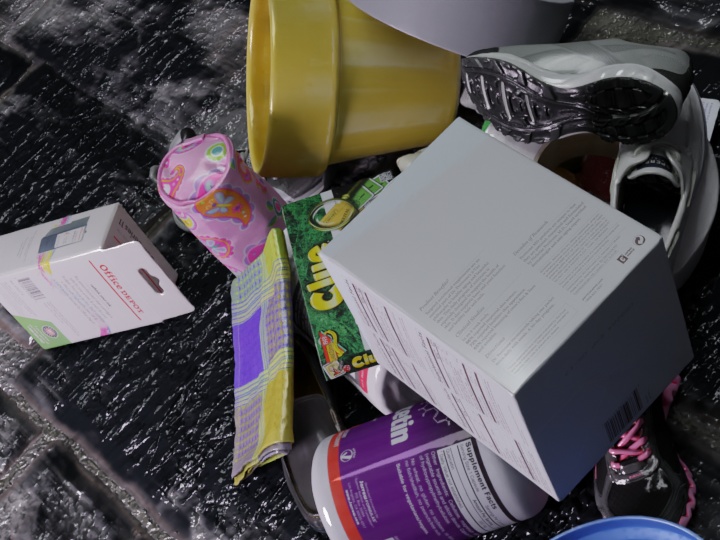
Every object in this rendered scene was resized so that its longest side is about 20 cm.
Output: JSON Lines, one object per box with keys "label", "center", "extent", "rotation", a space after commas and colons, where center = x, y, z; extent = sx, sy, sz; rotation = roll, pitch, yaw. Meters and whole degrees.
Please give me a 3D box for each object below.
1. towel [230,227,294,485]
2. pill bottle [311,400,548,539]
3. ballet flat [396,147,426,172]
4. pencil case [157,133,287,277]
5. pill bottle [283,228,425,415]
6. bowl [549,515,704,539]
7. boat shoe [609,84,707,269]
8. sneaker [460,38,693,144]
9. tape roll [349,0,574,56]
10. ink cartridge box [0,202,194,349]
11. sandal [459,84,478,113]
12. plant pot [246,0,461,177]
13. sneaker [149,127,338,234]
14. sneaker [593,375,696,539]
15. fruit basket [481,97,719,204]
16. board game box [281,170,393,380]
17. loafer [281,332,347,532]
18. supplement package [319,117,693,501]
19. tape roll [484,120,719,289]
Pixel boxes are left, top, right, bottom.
{"label": "towel", "center": [-0.087, 0.077, 1.425], "extent": [0.144, 0.023, 0.202], "rotation": [139, 132, -65]}
{"label": "pill bottle", "center": [0.069, 0.154, 1.274], "extent": [0.199, 0.113, 0.113], "rotation": [-22, 42, 18]}
{"label": "ballet flat", "center": [0.041, -0.067, 1.543], "extent": [0.200, 0.064, 0.076], "rotation": [-44, 37, -8]}
{"label": "pencil case", "center": [-0.108, -0.048, 1.531], "extent": [0.087, 0.200, 0.088], "rotation": [-15, 56, 23]}
{"label": "pill bottle", "center": [0.004, 0.033, 1.423], "extent": [0.111, 0.111, 0.200], "rotation": [-43, 47, -7]}
{"label": "bowl", "center": [0.171, 0.262, 1.113], "extent": [0.199, 0.039, 0.202], "rotation": [-21, 41, 20]}
{"label": "boat shoe", "center": [0.226, -0.070, 1.273], "extent": [0.071, 0.066, 0.201], "rotation": [15, 74, 11]}
{"label": "sneaker", "center": [0.170, -0.147, 1.293], "extent": [0.199, 0.074, 0.079], "rotation": [10, 43, 33]}
{"label": "tape roll", "center": [0.088, -0.247, 1.468], "extent": [0.200, 0.199, 0.067], "rotation": [43, 120, 50]}
{"label": "ink cartridge box", "center": [-0.268, 0.003, 1.664], "extent": [0.199, 0.117, 0.068], "rotation": [-13, 43, 27]}
{"label": "sandal", "center": [0.128, -0.183, 1.565], "extent": [0.203, 0.049, 0.083], "rotation": [-74, 6, -72]}
{"label": "plant pot", "center": [-0.008, -0.188, 1.579], "extent": [0.187, 0.202, 0.202], "rotation": [1, 42, -11]}
{"label": "sneaker", "center": [-0.129, -0.105, 1.664], "extent": [0.199, 0.116, 0.075], "rotation": [-17, 44, 24]}
{"label": "sneaker", "center": [0.199, 0.113, 1.231], "extent": [0.079, 0.096, 0.201], "rotation": [-18, 45, 20]}
{"label": "fruit basket", "center": [0.198, -0.082, 1.439], "extent": [0.199, 0.094, 0.186], "rotation": [12, 64, 20]}
{"label": "board game box", "center": [0.000, 0.000, 1.360], "extent": [0.104, 0.024, 0.201], "rotation": [-20, 43, 3]}
{"label": "loafer", "center": [-0.047, 0.136, 1.409], "extent": [0.072, 0.072, 0.201], "rotation": [-29, 41, 9]}
{"label": "supplement package", "center": [0.106, 0.025, 1.174], "extent": [0.152, 0.151, 0.200], "rotation": [-44, 52, -14]}
{"label": "tape roll", "center": [0.191, -0.062, 1.347], "extent": [0.201, 0.071, 0.204], "rotation": [-2, 71, 6]}
